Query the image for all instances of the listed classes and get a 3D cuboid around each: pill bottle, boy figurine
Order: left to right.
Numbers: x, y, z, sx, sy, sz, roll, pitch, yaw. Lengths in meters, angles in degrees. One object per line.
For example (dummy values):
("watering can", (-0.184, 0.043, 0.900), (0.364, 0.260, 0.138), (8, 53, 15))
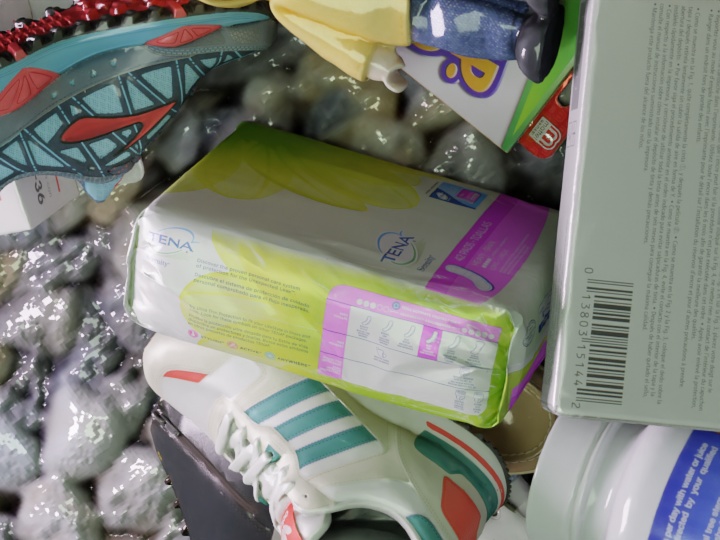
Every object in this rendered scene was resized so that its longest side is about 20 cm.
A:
("boy figurine", (0.001, -0.150, 1.246), (0.199, 0.064, 0.125), (14, 116, 11))
("pill bottle", (0.186, 0.127, 1.273), (0.199, 0.112, 0.113), (20, 116, 21))

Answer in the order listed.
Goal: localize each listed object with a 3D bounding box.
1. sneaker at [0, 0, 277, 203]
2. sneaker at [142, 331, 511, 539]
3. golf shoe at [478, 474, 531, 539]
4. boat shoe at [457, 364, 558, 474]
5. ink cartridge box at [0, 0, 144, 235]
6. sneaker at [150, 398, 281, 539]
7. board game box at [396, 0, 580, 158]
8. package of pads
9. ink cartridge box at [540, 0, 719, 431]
("sneaker", (-0.132, -0.086, 1.313), (0.199, 0.079, 0.096), (-19, 115, -8))
("sneaker", (-0.030, 0.093, 1.286), (0.199, 0.094, 0.070), (26, 143, 10))
("golf shoe", (0.086, 0.148, 1.353), (0.199, 0.078, 0.098), (7, 105, 15))
("boat shoe", (0.013, 0.054, 1.334), (0.199, 0.065, 0.072), (18, 89, 14))
("ink cartridge box", (-0.224, -0.077, 1.377), (0.199, 0.068, 0.117), (-8, 106, 22))
("sneaker", (-0.068, 0.142, 1.415), (0.106, 0.075, 0.201), (32, 123, 24))
("board game box", (0.037, -0.145, 1.284), (0.200, 0.030, 0.096), (37, 118, 0))
("package of pads", (0.000, 0.000, 1.278), (0.199, 0.155, 0.069), (16, 114, 14))
("ink cartridge box", (0.181, -0.025, 1.219), (0.175, 0.045, 0.201), (6, 90, -4))
